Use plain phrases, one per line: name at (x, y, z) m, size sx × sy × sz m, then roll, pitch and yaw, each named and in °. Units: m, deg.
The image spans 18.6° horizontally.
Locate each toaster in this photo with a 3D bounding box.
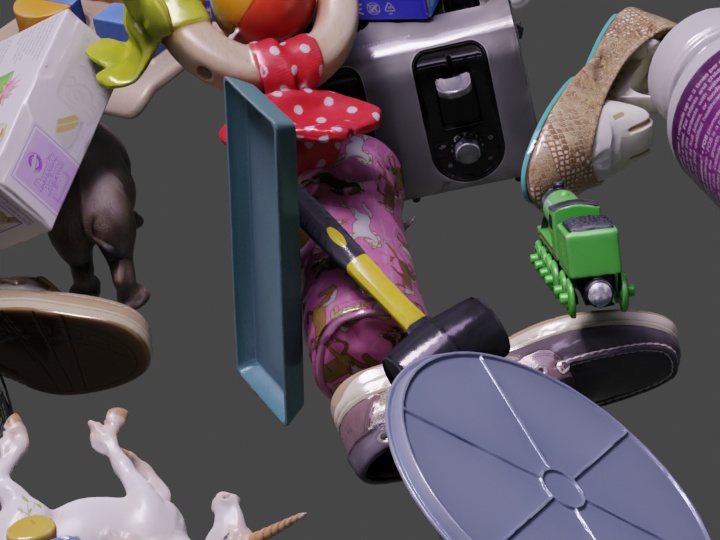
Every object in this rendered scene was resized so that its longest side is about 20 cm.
toaster at (0.023, -0.141, 1.474) m, size 0.180 × 0.119 × 0.201 m, roll -11°, pitch 37°, yaw 5°

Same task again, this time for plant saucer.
plant saucer at (-0.054, -0.010, 1.268) m, size 0.019 × 0.201 × 0.070 m, roll -15°, pitch 34°, yaw -23°

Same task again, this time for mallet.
mallet at (0.011, -0.004, 1.229) m, size 0.066 × 0.041 × 0.200 m, roll -27°, pitch 50°, yaw -11°

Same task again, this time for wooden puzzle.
wooden puzzle at (-0.181, -0.201, 1.684) m, size 0.184 × 0.046 × 0.200 m, roll 14°, pitch 46°, yaw 33°

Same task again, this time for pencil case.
pencil case at (0.000, 0.000, 1.327) m, size 0.086 × 0.083 × 0.200 m, roll 0°, pitch 36°, yaw -8°

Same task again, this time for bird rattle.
bird rattle at (-0.066, -0.150, 1.331) m, size 0.199 × 0.113 × 0.163 m, roll 27°, pitch 59°, yaw 11°

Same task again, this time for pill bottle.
pill bottle at (0.252, -0.079, 1.317) m, size 0.112 × 0.113 × 0.200 m, roll -22°, pitch 38°, yaw -9°

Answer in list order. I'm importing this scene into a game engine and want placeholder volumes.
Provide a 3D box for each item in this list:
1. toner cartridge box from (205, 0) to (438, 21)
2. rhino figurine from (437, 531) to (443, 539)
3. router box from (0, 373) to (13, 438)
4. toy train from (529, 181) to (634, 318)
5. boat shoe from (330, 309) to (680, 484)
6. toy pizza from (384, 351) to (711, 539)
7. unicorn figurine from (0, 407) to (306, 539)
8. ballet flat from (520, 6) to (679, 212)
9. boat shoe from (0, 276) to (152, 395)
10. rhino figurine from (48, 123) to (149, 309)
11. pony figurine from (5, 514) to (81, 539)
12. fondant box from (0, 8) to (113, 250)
toner cartridge box at (-0.039, -0.206, 1.444) m, size 0.199 × 0.043 × 0.095 m, roll 1°, pitch 41°, yaw 21°
rhino figurine at (0.056, 0.185, 1.088) m, size 0.087 × 0.060 × 0.200 m, roll -4°, pitch 36°, yaw 17°
router box at (-0.319, 0.122, 1.298) m, size 0.199 × 0.062 × 0.150 m, roll -5°, pitch 39°, yaw 13°
toy train at (0.123, -0.014, 1.264) m, size 0.041 × 0.057 × 0.200 m, roll -8°, pitch 9°, yaw 0°
boat shoe at (0.085, 0.076, 1.218) m, size 0.199 × 0.072 × 0.065 m, roll -12°, pitch 49°, yaw -2°
toy pizza at (0.094, 0.119, 1.103) m, size 0.199 × 0.032 × 0.201 m, roll 26°, pitch 29°, yaw -16°
unicorn figurine at (-0.139, 0.136, 1.210) m, size 0.199 × 0.074 × 0.138 m, roll -17°, pitch 46°, yaw -8°
ballet flat at (0.166, -0.107, 1.422) m, size 0.065 × 0.071 × 0.200 m, roll 10°, pitch 45°, yaw 24°
boat shoe at (-0.212, 0.031, 1.376) m, size 0.199 × 0.072 × 0.065 m, roll -1°, pitch 40°, yaw 28°
rhino figurine at (-0.180, -0.061, 1.454) m, size 0.059 × 0.088 × 0.200 m, roll -15°, pitch 37°, yaw -1°
pony figurine at (-0.158, 0.223, 1.034) m, size 0.192 × 0.201 × 0.166 m, roll -19°, pitch 27°, yaw -33°
fondant box at (-0.255, -0.070, 1.411) m, size 0.199 × 0.058 × 0.145 m, roll -19°, pitch 40°, yaw 41°
